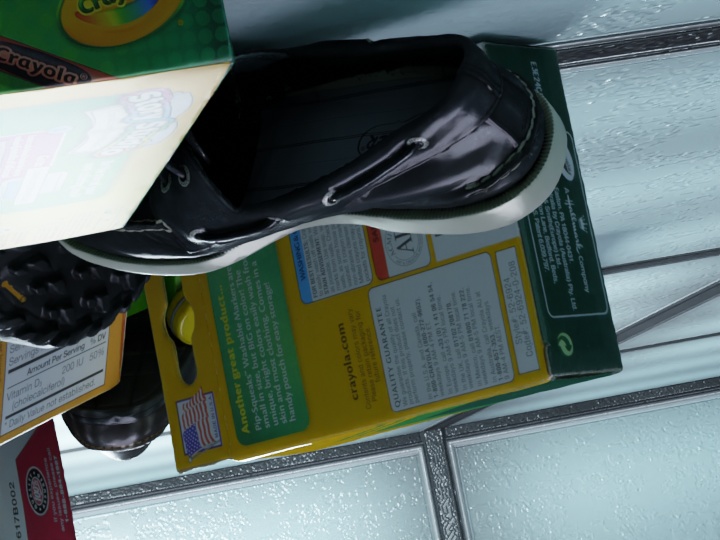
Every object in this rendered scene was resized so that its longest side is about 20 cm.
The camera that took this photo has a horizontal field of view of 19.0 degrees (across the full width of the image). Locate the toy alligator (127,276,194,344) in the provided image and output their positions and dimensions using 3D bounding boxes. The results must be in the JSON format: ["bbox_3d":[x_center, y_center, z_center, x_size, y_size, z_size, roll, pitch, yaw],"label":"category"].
[{"bbox_3d":[-0.047,-0.007,1.011,0.199,0.059,0.055,-4,129,-42],"label":"toy alligator"}]

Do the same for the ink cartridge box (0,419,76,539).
[{"bbox_3d":[-0.222,0.073,0.967,0.085,0.149,0.200,-14,172,21],"label":"ink cartridge box"}]

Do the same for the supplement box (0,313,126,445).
[{"bbox_3d":[-0.177,0.040,0.862,0.066,0.069,0.200,19,-157,26],"label":"supplement box"}]

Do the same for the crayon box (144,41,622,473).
[{"bbox_3d":[0.000,0.000,0.848,0.199,0.127,0.051,-18,170,40],"label":"crayon box"}]

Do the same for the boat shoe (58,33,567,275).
[{"bbox_3d":[-0.034,-0.045,0.718,0.198,0.075,0.066,1,152,30],"label":"boat shoe"}]

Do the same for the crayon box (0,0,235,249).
[{"bbox_3d":[-0.113,-0.050,0.594,0.118,0.059,0.200,-9,171,-16],"label":"crayon box"}]

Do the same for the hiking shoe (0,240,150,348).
[{"bbox_3d":[-0.155,-0.011,0.807,0.086,0.075,0.199,33,-150,27],"label":"hiking shoe"}]

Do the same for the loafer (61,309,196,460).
[{"bbox_3d":[-0.110,0.056,1.028,0.072,0.073,0.200,-2,-166,-1],"label":"loafer"}]
